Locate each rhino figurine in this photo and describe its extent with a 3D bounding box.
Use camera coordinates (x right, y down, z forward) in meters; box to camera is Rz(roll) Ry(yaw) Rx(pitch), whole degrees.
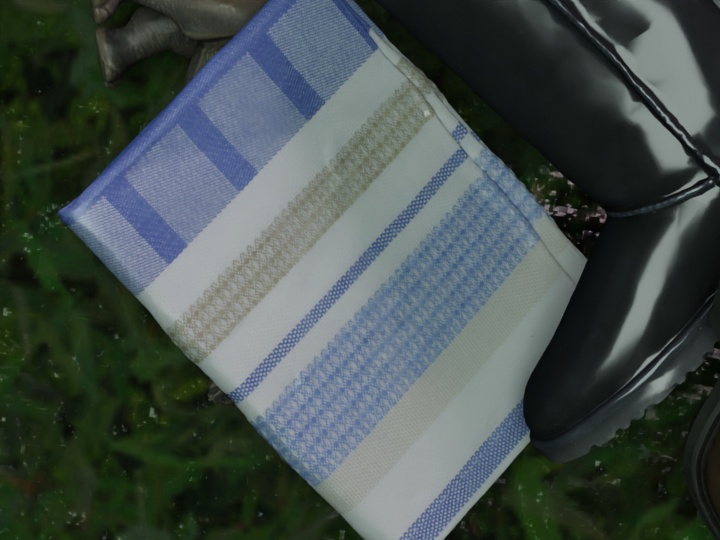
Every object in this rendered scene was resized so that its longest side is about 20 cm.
[{"bbox_3d":[-0.045,-0.029,0.790,0.087,0.060,0.201,-14,95,-9],"label":"rhino figurine"}]

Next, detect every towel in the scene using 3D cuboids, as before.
[{"bbox_3d":[0.000,0.000,0.766,0.200,0.024,0.147,47,73,-16],"label":"towel"}]

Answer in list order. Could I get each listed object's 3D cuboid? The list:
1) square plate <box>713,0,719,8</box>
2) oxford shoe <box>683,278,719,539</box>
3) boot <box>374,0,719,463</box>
[{"bbox_3d":[0.219,-0.067,0.760,0.197,0.028,0.201,16,106,12],"label":"square plate"},{"bbox_3d":[0.168,0.063,0.728,0.072,0.201,0.084,-31,56,-16],"label":"oxford shoe"},{"bbox_3d":[0.065,-0.052,0.741,0.165,0.066,0.200,-44,100,5],"label":"boot"}]
